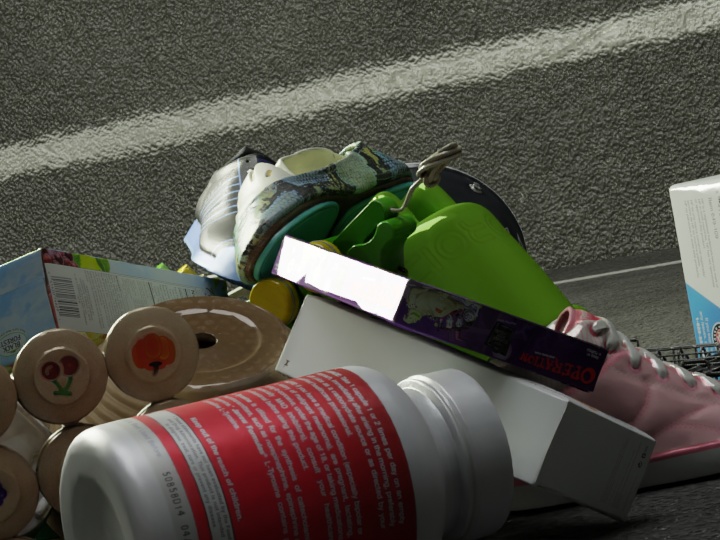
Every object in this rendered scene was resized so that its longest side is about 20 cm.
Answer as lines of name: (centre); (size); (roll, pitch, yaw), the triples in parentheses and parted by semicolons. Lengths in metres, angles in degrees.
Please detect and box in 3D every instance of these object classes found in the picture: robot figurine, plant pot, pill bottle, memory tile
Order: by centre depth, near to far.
pill bottle: (-0.033, 0.109, 1.223); (0.199, 0.113, 0.112); (-13, 3, -26)
memory tile: (-0.168, 0.110, 1.335); (0.199, 0.154, 0.017); (-14, 2, -12)
plant pot: (-0.087, 0.078, 1.442); (0.200, 0.093, 0.201); (1, 30, 0)
robot figurine: (0.070, 0.041, 1.560); (0.175, 0.200, 0.116); (-18, -28, -52)

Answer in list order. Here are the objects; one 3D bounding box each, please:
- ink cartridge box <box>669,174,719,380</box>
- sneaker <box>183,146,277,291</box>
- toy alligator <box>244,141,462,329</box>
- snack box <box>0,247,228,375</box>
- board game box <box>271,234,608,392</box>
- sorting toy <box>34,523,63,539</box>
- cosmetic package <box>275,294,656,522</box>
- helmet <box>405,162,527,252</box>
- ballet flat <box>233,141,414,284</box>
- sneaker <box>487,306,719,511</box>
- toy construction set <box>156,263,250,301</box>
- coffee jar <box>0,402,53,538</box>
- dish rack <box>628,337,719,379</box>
ink cartridge box: (0.342, -0.008, 1.770); (0.146, 0.147, 0.200); (-12, 3, -34)
sneaker: (-0.070, -0.033, 1.681); (0.070, 0.078, 0.200); (23, 5, -19)
toy alligator: (0.000, 0.000, 1.494); (0.200, 0.054, 0.059); (-37, -11, 34)
snack box: (-0.195, 0.051, 1.591); (0.168, 0.068, 0.200); (-21, -15, 28)
board game box: (0.038, 0.021, 1.372); (0.120, 0.032, 0.200); (24, -1, -20)
sorting toy: (-0.149, 0.138, 1.588); (0.198, 0.070, 0.200); (-12, 3, -20)
cosmetic package: (0.053, 0.070, 1.350); (0.200, 0.051, 0.082); (21, -1, 44)
helmet: (0.024, 0.031, 1.738); (0.199, 0.201, 0.191); (-12, -1, -23)
ballet flat: (-0.038, -0.040, 1.586); (0.074, 0.075, 0.200); (-10, 5, 29)
sneaker: (0.162, 0.065, 1.432); (0.199, 0.105, 0.075); (-10, 0, -6)
toy construction set: (-0.136, 0.043, 1.775); (0.131, 0.092, 0.200); (-45, -3, 7)
coffee jar: (-0.260, 0.131, 1.430); (0.200, 0.104, 0.086); (-30, 27, 45)
dish rack: (0.188, 0.077, 1.658); (0.199, 0.055, 0.153); (-8, 6, 33)
